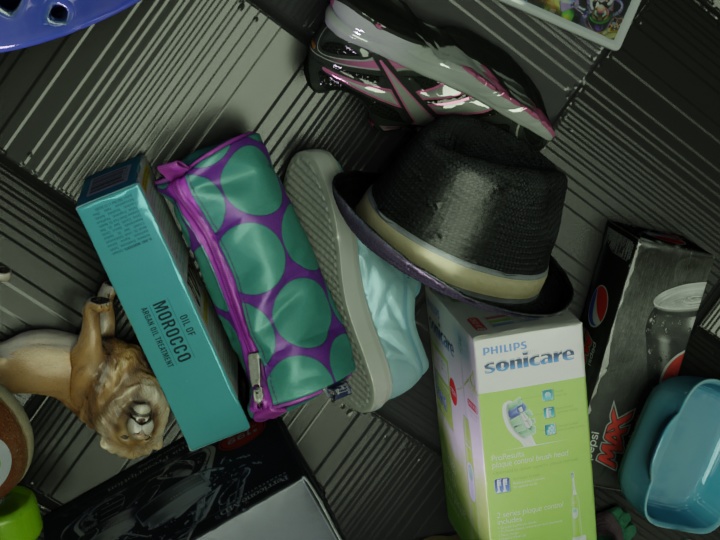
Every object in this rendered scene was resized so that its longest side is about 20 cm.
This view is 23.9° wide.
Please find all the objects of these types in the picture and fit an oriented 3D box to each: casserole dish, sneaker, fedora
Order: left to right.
[{"bbox_3d":[0.000,0.000,1.270,0.082,0.074,0.201,-23,106,-37],"label":"sneaker"},{"bbox_3d":[0.046,-0.134,1.241,0.200,0.080,0.086,27,121,-19],"label":"sneaker"},{"bbox_3d":[0.082,-0.049,1.194,0.200,0.201,0.092,22,113,-17],"label":"fedora"},{"bbox_3d":[0.256,0.140,1.323,0.200,0.039,0.121,19,93,-55],"label":"casserole dish"}]

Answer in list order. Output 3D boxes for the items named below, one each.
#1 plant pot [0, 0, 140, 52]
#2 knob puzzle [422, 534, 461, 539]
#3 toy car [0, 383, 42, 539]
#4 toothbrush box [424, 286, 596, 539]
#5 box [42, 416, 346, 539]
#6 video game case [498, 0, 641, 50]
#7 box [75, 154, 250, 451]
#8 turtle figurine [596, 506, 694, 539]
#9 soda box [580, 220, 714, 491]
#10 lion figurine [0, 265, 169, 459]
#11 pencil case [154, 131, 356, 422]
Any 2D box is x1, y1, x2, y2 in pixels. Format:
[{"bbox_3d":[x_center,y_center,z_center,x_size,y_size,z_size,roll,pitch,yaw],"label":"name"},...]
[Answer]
[{"bbox_3d":[-0.247,-0.232,1.080,0.180,0.200,0.200,-31,110,4],"label":"plant pot"},{"bbox_3d":[0.088,0.251,1.278,0.219,0.220,0.031,-10,107,-10],"label":"knob puzzle"},{"bbox_3d":[-0.330,0.147,1.140,0.157,0.200,0.165,1,115,24],"label":"toy car"},{"bbox_3d":[0.112,0.117,1.275,0.086,0.146,0.201,-8,107,-10],"label":"toothbrush box"},{"bbox_3d":[-0.117,0.203,1.229,0.200,0.182,0.104,-30,109,-4],"label":"box"},{"bbox_3d":[0.138,-0.281,1.239,0.200,0.023,0.182,20,99,-18],"label":"video game case"},{"bbox_3d":[-0.140,0.023,1.226,0.049,0.082,0.200,-22,108,3],"label":"box"},{"bbox_3d":[0.211,0.268,1.307,0.100,0.200,0.150,12,104,-10],"label":"turtle figurine"},{"bbox_3d":[0.207,0.068,1.326,0.071,0.063,0.201,12,103,-15],"label":"soda box"},{"bbox_3d":[-0.234,0.067,1.234,0.199,0.073,0.123,10,111,0],"label":"lion figurine"},{"bbox_3d":[-0.075,0.006,1.215,0.085,0.092,0.200,-20,95,38],"label":"pencil case"}]
